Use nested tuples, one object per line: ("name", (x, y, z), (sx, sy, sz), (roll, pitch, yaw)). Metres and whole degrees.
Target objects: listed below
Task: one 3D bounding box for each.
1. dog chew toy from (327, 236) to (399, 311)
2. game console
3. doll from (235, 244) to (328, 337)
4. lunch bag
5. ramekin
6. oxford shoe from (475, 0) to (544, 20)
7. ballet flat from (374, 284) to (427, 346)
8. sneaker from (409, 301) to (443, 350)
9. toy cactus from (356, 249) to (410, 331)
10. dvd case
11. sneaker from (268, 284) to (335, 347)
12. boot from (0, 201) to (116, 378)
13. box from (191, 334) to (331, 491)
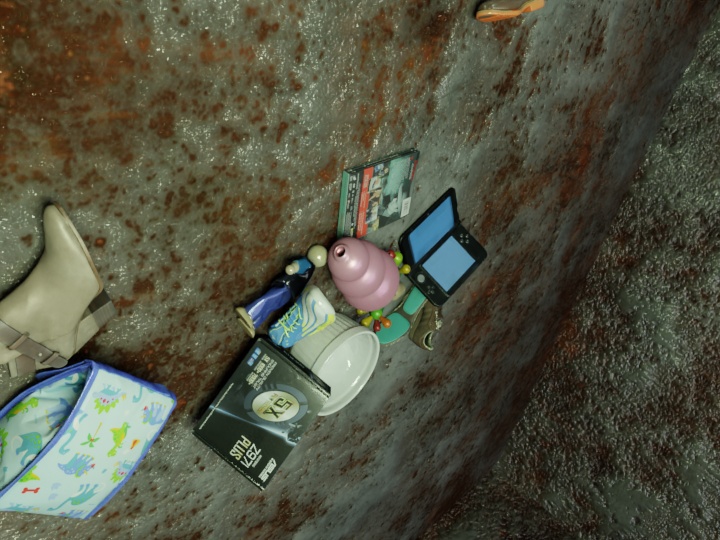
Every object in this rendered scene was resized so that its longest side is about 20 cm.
("dog chew toy", (0.000, 0.000, 1.002), (0.126, 0.123, 0.200), (-53, 152, -3))
("game console", (0.197, -0.051, 1.239), (0.199, 0.176, 0.117), (-42, 173, -18))
("doll", (-0.128, 0.026, 0.929), (0.199, 0.048, 0.137), (-43, 164, -25))
("lunch bag", (-0.368, 0.213, 0.708), (0.199, 0.128, 0.170), (-41, 148, -2))
("ramekin", (-0.062, 0.184, 1.106), (0.198, 0.104, 0.204), (-33, 141, -31))
("oxford shoe", (0.278, -0.517, 1.000), (0.198, 0.070, 0.075), (-34, 122, -37))
("ballet flat", (0.108, 0.115, 1.312), (0.201, 0.067, 0.076), (-49, 162, -15))
("sneaker", (0.195, 0.117, 1.407), (0.069, 0.075, 0.205), (-13, 128, -46))
("toy cactus", (0.061, 0.048, 1.176), (0.164, 0.100, 0.206), (-8, 117, -60))
("dvd case", (0.036, -0.146, 1.028), (0.197, 0.022, 0.149), (-26, 136, -37))
("sneaker", (-0.106, 0.094, 0.936), (0.104, 0.076, 0.200), (-39, 174, -18))
("boot", (-0.373, 0.036, 0.609), (0.145, 0.070, 0.204), (-32, 140, -28))
("box", (-0.171, 0.247, 0.948), (0.202, 0.163, 0.086), (-52, -179, -4))
